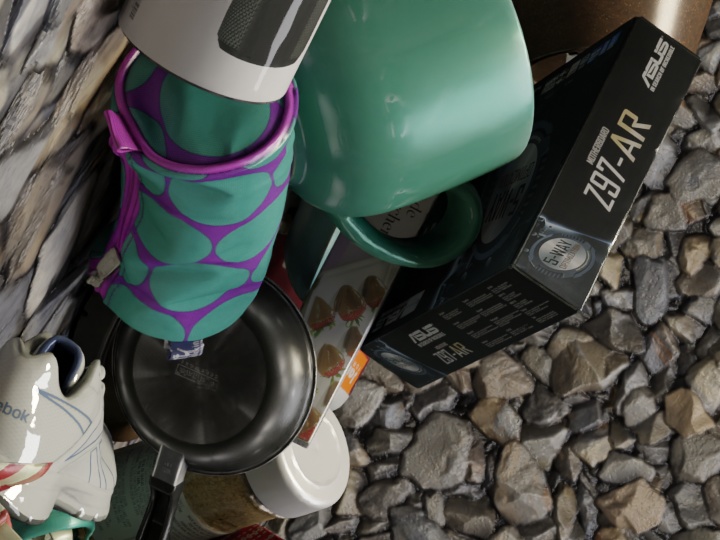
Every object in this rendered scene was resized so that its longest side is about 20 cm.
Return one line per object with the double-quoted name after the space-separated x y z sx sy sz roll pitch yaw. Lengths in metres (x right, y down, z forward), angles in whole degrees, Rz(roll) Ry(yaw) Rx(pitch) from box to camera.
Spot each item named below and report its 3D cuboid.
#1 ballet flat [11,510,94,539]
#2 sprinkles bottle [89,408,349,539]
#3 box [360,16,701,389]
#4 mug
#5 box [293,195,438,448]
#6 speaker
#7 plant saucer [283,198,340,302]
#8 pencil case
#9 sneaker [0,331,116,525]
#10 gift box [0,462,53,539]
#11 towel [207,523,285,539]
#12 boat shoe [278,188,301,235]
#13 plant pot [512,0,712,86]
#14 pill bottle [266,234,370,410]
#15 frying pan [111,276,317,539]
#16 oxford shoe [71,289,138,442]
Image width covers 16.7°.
-0.195 0.186 1.360 0.067 0.070 0.200 -5 135 -33 "ballet flat"
-0.103 0.125 1.414 0.200 0.068 0.068 -19 -159 34 "sprinkles bottle"
0.086 -0.032 1.299 0.160 0.043 0.200 -62 -167 -23 "box"
0.004 -0.089 1.199 0.114 0.185 0.152 -23 178 -18 "mug"
0.000 0.000 1.330 0.200 0.039 0.041 -63 180 -8 "box"
-0.026 -0.174 1.015 0.200 0.081 0.081 -62 175 22 "speaker"
0.004 -0.075 1.382 0.200 0.027 0.200 -63 178 -3 "plant saucer"
-0.083 -0.036 1.176 0.092 0.085 0.200 -17 158 -16 "pencil case"
-0.152 0.077 1.230 0.200 0.074 0.087 27 87 -86 "sneaker"
-0.169 0.196 1.038 0.200 0.187 0.185 -41 165 -23 "gift box"
-0.125 0.185 1.429 0.144 0.023 0.200 -30 -167 -14 "towel"
-0.062 -0.061 1.372 0.200 0.075 0.069 -20 128 -86 "boat shoe"
0.133 -0.202 1.359 0.187 0.187 0.200 100 -10 -75 "plant pot"
-0.036 0.017 1.549 0.200 0.114 0.114 -60 175 -9 "pill bottle"
-0.104 0.078 1.295 0.190 0.115 0.031 -47 171 15 "frying pan"
-0.119 0.063 1.394 0.073 0.084 0.200 -60 177 -21 "oxford shoe"
